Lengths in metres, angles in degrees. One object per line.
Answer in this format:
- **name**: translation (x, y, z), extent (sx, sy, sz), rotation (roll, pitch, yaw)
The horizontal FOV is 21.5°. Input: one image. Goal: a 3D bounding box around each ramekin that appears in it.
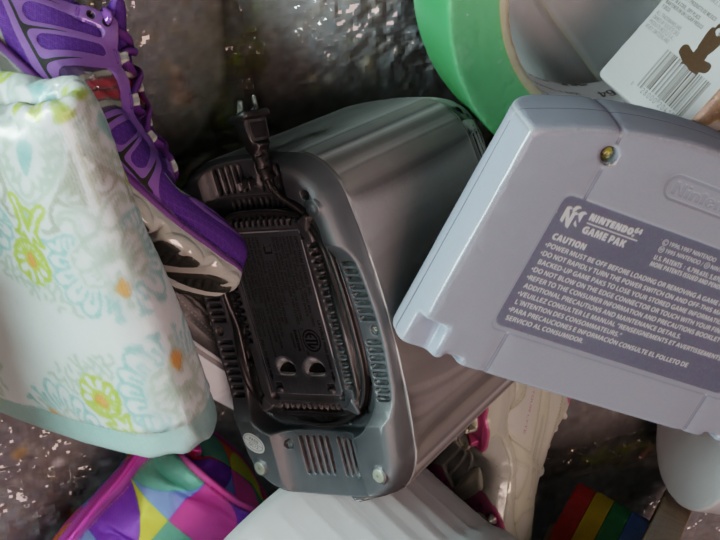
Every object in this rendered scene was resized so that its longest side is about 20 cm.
- **ramekin**: translation (-0.017, 0.180, 0.976), extent (0.200, 0.098, 0.201), rotation (-40, 162, -16)

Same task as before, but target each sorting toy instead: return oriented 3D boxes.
- **sorting toy**: translation (0.104, 0.219, 1.061), extent (0.069, 0.199, 0.201), rotation (27, 106, 11)

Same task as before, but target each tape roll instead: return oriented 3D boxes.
- **tape roll**: translation (0.125, -0.146, 0.907), extent (0.198, 0.048, 0.202), rotation (-10, 120, -18)

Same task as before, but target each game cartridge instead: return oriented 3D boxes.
- **game cartridge**: translation (0.126, -0.002, 0.845), extent (0.199, 0.041, 0.134), rotation (18, 117, -29)

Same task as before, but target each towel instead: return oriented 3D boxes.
- **towel**: translation (-0.162, -0.008, 0.817), extent (0.048, 0.199, 0.172), rotation (-49, 133, -36)

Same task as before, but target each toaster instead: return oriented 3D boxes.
- **toaster**: translation (0.000, 0.000, 0.900), extent (0.129, 0.113, 0.202), rotation (-30, 109, -45)

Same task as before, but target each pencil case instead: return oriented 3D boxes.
- **pencil case**: translation (-0.134, 0.167, 0.982), extent (0.200, 0.088, 0.088), rotation (-48, 124, 5)

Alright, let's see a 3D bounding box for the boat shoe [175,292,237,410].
- **boat shoe**: translation (-0.090, 0.008, 0.923), extent (0.200, 0.069, 0.057), rotation (38, 98, -32)

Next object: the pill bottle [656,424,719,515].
- **pill bottle**: translation (0.276, 0.104, 1.101), extent (0.198, 0.112, 0.113), rotation (8, 114, -27)

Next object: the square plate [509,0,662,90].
- **square plate**: translation (0.164, -0.157, 0.963), extent (0.200, 0.028, 0.198), rotation (-42, 125, 2)

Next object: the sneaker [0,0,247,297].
- **sneaker**: translation (-0.115, -0.072, 0.827), extent (0.200, 0.081, 0.083), rotation (48, 68, -8)

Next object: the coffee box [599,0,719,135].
- **coffee box**: translation (0.226, -0.123, 0.885), extent (0.114, 0.080, 0.200), rotation (36, 100, -35)

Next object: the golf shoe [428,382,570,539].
- **golf shoe**: translation (0.082, 0.097, 1.042), extent (0.091, 0.075, 0.202), rotation (-27, 134, -28)
